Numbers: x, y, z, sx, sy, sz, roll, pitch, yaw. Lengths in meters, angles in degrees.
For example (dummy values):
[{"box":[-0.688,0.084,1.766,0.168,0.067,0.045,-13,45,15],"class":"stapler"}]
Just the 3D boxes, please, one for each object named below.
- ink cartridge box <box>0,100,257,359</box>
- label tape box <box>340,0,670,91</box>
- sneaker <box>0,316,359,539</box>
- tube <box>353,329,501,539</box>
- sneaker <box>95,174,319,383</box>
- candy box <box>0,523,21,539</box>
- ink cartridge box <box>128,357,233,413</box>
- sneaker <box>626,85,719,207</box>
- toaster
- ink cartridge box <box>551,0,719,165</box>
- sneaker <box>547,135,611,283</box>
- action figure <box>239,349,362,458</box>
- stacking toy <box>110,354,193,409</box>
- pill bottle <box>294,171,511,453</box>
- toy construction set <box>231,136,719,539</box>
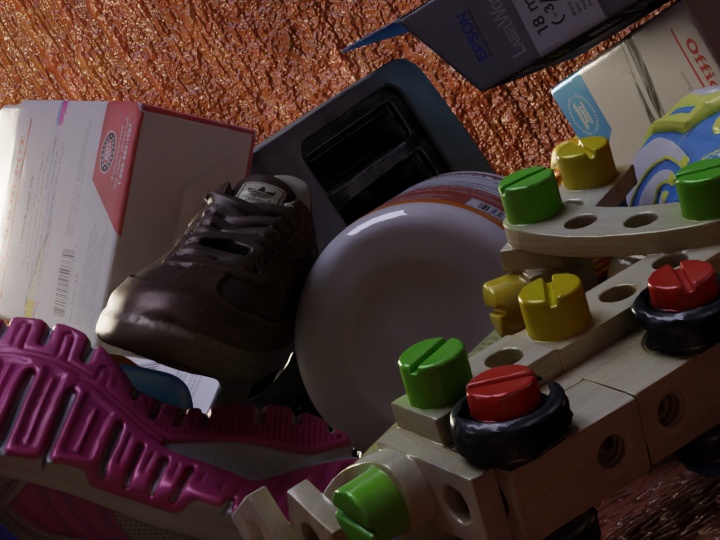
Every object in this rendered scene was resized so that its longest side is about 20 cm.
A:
[{"box":[-0.133,-0.024,0.895,0.067,0.118,0.199,10,0,-31],"class":"ink cartridge box"},{"box":[0.108,-0.151,0.983,0.199,0.064,0.144,-28,0,31],"class":"label tape box"},{"box":[-0.101,0.087,0.681,0.082,0.198,0.089,-62,-9,-55],"class":"sneaker"},{"box":[0.007,0.085,0.591,0.200,0.052,0.058,-39,-37,-22],"class":"tube"},{"box":[-0.058,-0.004,0.724,0.200,0.070,0.076,-40,-35,-84],"class":"sneaker"},{"box":[-0.219,0.174,0.757,0.200,0.077,0.170,-31,33,59],"class":"candy box"},{"box":[-0.132,0.078,1.069,0.198,0.088,0.146,-10,41,29],"class":"ink cartridge box"},{"box":[0.148,-0.032,0.746,0.105,0.076,0.200,-35,2,-23],"class":"sneaker"},{"box":[0.000,0.000,0.989,0.118,0.182,0.200,-28,6,42],"class":"toaster"},{"box":[0.198,-0.096,0.964,0.066,0.116,0.200,-32,0,-23],"class":"ink cartridge box"},{"box":[0.136,-0.036,1.096,0.073,0.077,0.200,-32,12,23],"class":"sneaker"},{"box":[-0.093,0.107,0.808,0.199,0.120,0.102,-28,-3,5],"class":"action figure"},{"box":[-0.159,0.073,0.952,0.109,0.117,0.200,8,16,-18],"class":"stacking toy"},{"box":[0.044,0.015,0.806,0.112,0.113,0.200,-33,1,14],"class":"pill bottle"},{"box":[0.043,0.034,0.489,0.200,0.093,0.131,-42,29,-21],"class":"toy construction set"}]
